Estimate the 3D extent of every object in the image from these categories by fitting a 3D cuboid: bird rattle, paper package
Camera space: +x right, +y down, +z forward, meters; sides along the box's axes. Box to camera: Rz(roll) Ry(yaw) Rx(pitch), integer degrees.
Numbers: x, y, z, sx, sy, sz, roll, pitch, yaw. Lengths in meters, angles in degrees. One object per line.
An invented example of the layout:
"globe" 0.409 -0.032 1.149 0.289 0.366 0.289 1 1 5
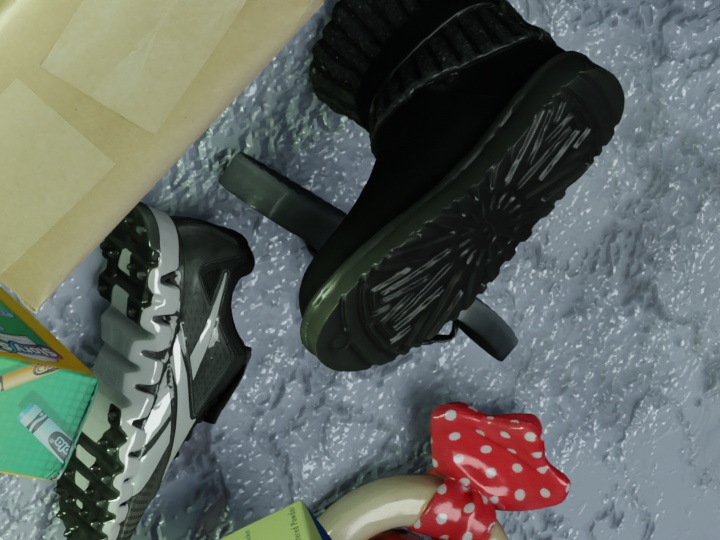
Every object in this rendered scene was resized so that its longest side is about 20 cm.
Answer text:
"bird rattle" 0.042 0.171 1.665 0.162 0.113 0.201 -11 118 -12
"paper package" -0.114 -0.113 1.293 0.103 0.191 0.200 38 110 -18

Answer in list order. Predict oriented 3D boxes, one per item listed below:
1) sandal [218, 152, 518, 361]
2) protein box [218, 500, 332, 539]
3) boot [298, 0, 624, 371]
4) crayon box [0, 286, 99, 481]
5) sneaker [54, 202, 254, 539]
"sandal" -0.001 0.000 1.559 0.200 0.076 0.043 30 94 -31
"protein box" -0.065 0.265 1.565 0.199 0.135 0.199 -26 131 9
"boot" 0.015 -0.060 1.477 0.211 0.158 0.080 -44 142 -12
"crayon box" -0.235 0.034 1.373 0.199 0.119 0.058 15 105 -39
"sneaker" -0.099 0.062 1.521 0.090 0.066 0.201 2 111 -33
